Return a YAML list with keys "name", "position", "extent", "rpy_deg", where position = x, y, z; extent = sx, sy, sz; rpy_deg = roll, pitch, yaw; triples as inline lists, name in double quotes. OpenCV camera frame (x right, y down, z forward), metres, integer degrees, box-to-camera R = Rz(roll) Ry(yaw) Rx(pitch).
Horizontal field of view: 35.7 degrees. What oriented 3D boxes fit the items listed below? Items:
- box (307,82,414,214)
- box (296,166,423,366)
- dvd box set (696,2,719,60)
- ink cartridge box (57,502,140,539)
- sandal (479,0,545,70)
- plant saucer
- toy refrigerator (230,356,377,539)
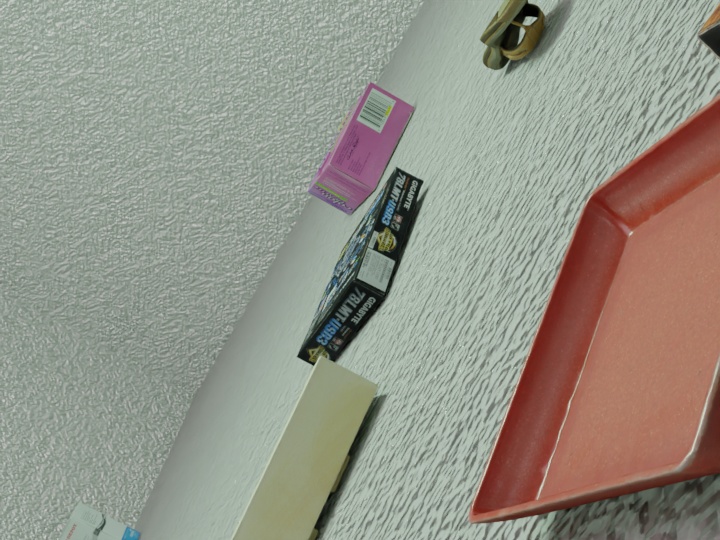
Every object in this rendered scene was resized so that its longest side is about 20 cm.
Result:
- name: "box"
  position: [-0.002, -0.221, 2.060]
  extent: [0.177, 0.096, 0.200]
  rpy_deg: [-64, 7, -15]
- name: "box"
  position: [0.000, 0.000, 1.429]
  extent: [0.200, 0.049, 0.200]
  rpy_deg: [-54, 10, 49]
- name: "dvd box set"
  position: [0.227, -0.175, 0.432]
  extent: [0.201, 0.029, 0.146]
  rpy_deg: [-52, 7, -10]
- name: "ink cartridge box"
  position: [-0.743, 0.768, 3.146]
  extent: [0.146, 0.199, 0.084]
  rpy_deg: [-59, 8, 18]
- name: "sandal"
  position: [0.170, -0.258, 1.217]
  extent: [0.081, 0.054, 0.200]
  rpy_deg: [-56, -7, -2]
- name: "plant saucer"
  position: [0.132, 0.019, 0.501]
  extent: [0.202, 0.036, 0.200]
  rpy_deg: [-66, 8, -23]
- name: "toy refrigerator"
  position: [-0.054, 0.190, 1.043]
  extent: [0.201, 0.069, 0.076]
  rpy_deg: [-64, 1, -18]
